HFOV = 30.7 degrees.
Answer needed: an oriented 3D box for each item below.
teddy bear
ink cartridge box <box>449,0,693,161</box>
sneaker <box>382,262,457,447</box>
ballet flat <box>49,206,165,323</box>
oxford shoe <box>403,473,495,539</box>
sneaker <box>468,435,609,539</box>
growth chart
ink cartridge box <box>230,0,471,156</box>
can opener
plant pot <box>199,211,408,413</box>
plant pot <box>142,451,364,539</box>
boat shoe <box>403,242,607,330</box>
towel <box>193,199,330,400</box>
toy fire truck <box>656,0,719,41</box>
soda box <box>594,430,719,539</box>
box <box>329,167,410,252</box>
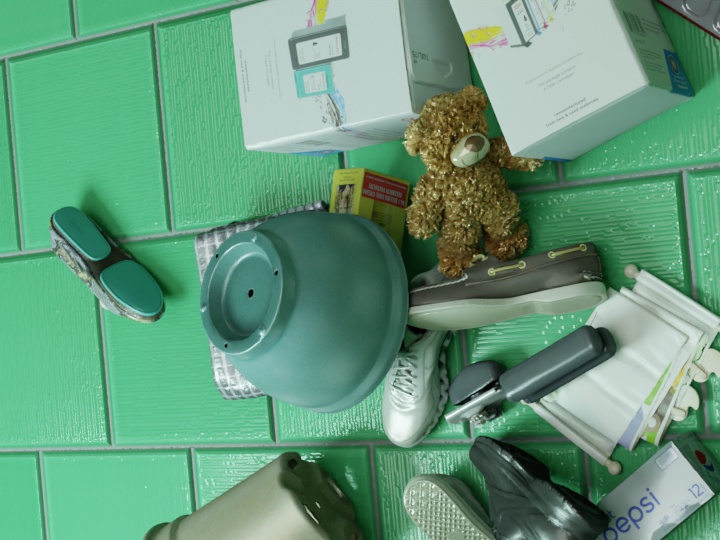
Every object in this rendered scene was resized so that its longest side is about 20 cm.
[{"bbox_3d":[0.108,-0.074,1.260,0.067,0.143,0.202,-107,16,-55],"label":"teddy bear"},{"bbox_3d":[0.189,-0.224,1.218,0.144,0.147,0.202,-27,79,29],"label":"ink cartridge box"},{"bbox_3d":[0.056,0.088,1.352,0.075,0.081,0.202,20,104,26],"label":"sneaker"},{"bbox_3d":[-0.304,0.006,1.579,0.200,0.072,0.072,44,112,22],"label":"ballet flat"},{"bbox_3d":[0.120,0.285,1.339,0.075,0.058,0.201,-40,87,19],"label":"oxford shoe"},{"bbox_3d":[0.151,0.226,1.259,0.091,0.075,0.200,-61,27,5],"label":"sneaker"},{"bbox_3d":[0.259,0.098,1.266,0.145,0.018,0.201,43,112,22],"label":"growth chart"},{"bbox_3d":[-0.005,-0.207,1.336,0.198,0.146,0.148,-8,87,30],"label":"ink cartridge box"},{"bbox_3d":[0.158,0.101,1.291,0.199,0.052,0.067,-31,67,35],"label":"can opener"},{"bbox_3d":[-0.071,0.031,1.274,0.199,0.133,0.203,-13,71,42],"label":"plant pot"},{"bbox_3d":[-0.102,0.302,1.406,0.183,0.200,0.201,-41,72,14],"label":"plant pot"},{"bbox_3d":[0.136,0.015,1.271,0.198,0.072,0.060,-9,71,7],"label":"boat shoe"},{"bbox_3d":[-0.092,0.035,1.434,0.164,0.085,0.203,-11,86,30],"label":"towel"},{"bbox_3d":[0.360,-0.269,1.151,0.200,0.112,0.169,40,135,24],"label":"toy fire truck"},{"bbox_3d":[0.254,0.241,1.246,0.200,0.068,0.064,-47,70,24],"label":"soda box"},{"bbox_3d":[0.000,0.000,1.358,0.050,0.075,0.203,0,79,47],"label":"box"}]
